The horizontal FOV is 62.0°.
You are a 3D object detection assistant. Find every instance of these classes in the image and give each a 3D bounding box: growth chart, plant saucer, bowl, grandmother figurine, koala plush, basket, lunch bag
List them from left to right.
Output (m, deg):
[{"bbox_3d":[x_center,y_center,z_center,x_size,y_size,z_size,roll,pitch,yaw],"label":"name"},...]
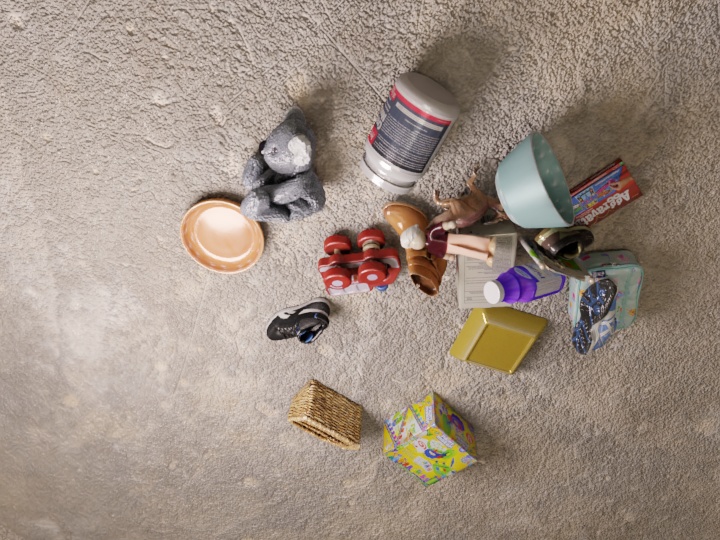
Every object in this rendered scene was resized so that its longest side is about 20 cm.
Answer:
[{"bbox_3d":[-0.321,-0.083,1.404,0.196,0.038,0.203,1,126,2],"label":"plant saucer"},{"bbox_3d":[-0.144,-0.220,1.226,0.180,0.179,0.202,6,126,-15],"label":"koala plush"},{"bbox_3d":[-0.107,0.436,1.690,0.198,0.150,0.143,32,121,-19],"label":"basket"},{"bbox_3d":[0.181,-0.058,1.249,0.196,0.061,0.123,8,133,11],"label":"grandmother figurine"},{"bbox_3d":[0.356,0.188,1.547,0.197,0.049,0.202,17,125,-8],"label":"plant saucer"},{"bbox_3d":[0.345,-0.168,1.217,0.104,0.202,0.201,-21,123,32],"label":"bowl"},{"bbox_3d":[0.423,-0.029,1.310,0.197,0.146,0.018,14,122,-32],"label":"growth chart"},{"bbox_3d":[0.580,0.050,1.416,0.157,0.078,0.203,-3,126,7],"label":"lunch bag"}]

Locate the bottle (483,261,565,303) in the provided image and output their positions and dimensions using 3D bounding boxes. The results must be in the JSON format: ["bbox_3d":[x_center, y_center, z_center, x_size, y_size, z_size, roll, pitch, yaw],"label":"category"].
[{"bbox_3d":[0.349,0.028,1.281,0.197,0.083,0.066,-12,125,-32],"label":"bottle"}]

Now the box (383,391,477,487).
[{"bbox_3d":[0.199,0.489,1.724,0.192,0.123,0.200,-35,116,25],"label":"box"}]

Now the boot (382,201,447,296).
[{"bbox_3d":[0.118,-0.049,1.321,0.199,0.156,0.073,34,138,-20],"label":"boot"}]

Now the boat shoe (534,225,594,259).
[{"bbox_3d":[0.449,-0.055,1.295,0.198,0.066,0.073,-3,147,-41],"label":"boat shoe"}]

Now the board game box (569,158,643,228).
[{"bbox_3d":[0.504,-0.148,1.318,0.199,0.020,0.103,-35,118,24],"label":"board game box"}]

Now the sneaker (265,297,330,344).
[{"bbox_3d":[-0.168,0.148,1.511,0.198,0.113,0.073,-28,119,21],"label":"sneaker"}]

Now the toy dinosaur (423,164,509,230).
[{"bbox_3d":[0.233,-0.125,1.263,0.198,0.136,0.086,-28,150,-8],"label":"toy dinosaur"}]

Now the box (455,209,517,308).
[{"bbox_3d":[0.282,-0.027,1.362,0.125,0.110,0.203,-3,126,5],"label":"box"}]

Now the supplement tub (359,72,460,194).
[{"bbox_3d":[0.094,-0.269,1.183,0.138,0.141,0.201,23,123,-12],"label":"supplement tub"}]

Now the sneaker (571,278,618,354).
[{"bbox_3d":[0.549,0.101,1.374,0.076,0.076,0.203,-8,129,-20],"label":"sneaker"}]

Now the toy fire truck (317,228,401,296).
[{"bbox_3d":[0.000,0.000,1.414,0.196,0.114,0.169,-8,149,10],"label":"toy fire truck"}]
